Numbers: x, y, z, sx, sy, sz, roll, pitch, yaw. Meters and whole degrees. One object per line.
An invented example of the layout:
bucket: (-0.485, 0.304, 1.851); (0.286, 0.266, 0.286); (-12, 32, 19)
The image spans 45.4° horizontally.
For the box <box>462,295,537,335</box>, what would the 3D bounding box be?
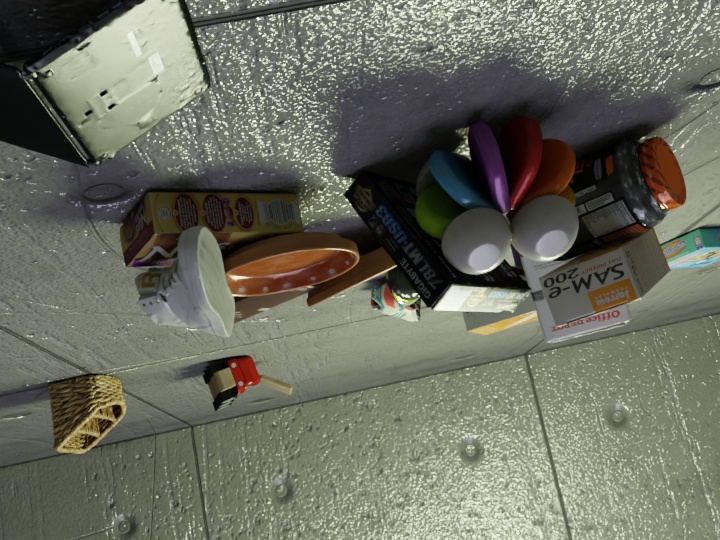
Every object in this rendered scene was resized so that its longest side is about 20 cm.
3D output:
box: (0.327, 0.063, 1.854); (0.197, 0.100, 0.124); (-19, 164, 24)

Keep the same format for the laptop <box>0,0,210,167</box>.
laptop: (-0.235, -0.165, 0.674); (0.199, 0.104, 0.178); (-37, 170, -10)

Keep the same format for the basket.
basket: (-0.609, 0.329, 1.963); (0.139, 0.152, 0.200); (-11, 165, -2)

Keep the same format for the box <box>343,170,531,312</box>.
box: (0.100, -0.034, 1.091); (0.197, 0.201, 0.050); (7, 129, -53)

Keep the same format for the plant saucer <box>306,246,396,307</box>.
plant saucer: (0.000, 0.000, 1.360); (0.197, 0.038, 0.200); (-26, 180, 0)

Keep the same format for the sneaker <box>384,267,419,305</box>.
sneaker: (0.122, 0.012, 1.568); (0.198, 0.075, 0.081); (-6, 157, -47)

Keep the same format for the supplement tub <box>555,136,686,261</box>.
supplement tub: (0.335, -0.099, 1.185); (0.198, 0.125, 0.121); (-24, 162, 38)

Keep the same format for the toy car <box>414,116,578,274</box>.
toy car: (0.159, -0.104, 1.004); (0.195, 0.177, 0.152); (-10, 132, -6)

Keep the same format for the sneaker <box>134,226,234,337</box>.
sneaker: (-0.219, 0.015, 1.019); (0.113, 0.075, 0.202); (7, 147, 5)

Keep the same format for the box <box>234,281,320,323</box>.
box: (-0.167, 0.020, 1.318); (0.198, 0.077, 0.099); (-25, 161, 34)

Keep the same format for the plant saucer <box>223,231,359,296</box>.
plant saucer: (-0.099, -0.009, 1.122); (0.196, 0.033, 0.201); (-12, 166, -3)

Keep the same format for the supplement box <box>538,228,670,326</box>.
supplement box: (0.345, 0.006, 1.203); (0.124, 0.075, 0.199); (-23, 178, 31)

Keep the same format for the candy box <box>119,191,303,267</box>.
candy box: (-0.183, -0.051, 1.062); (0.197, 0.058, 0.116); (-4, 164, -35)

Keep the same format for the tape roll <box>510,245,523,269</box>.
tape roll: (0.365, -0.042, 1.514); (0.195, 0.087, 0.200); (-12, 165, -3)

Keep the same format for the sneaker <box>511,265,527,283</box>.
sneaker: (0.193, 0.011, 1.496); (0.196, 0.077, 0.116); (20, 176, 1)

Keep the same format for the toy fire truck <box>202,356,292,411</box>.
toy fire truck: (-0.274, 0.275, 2.138); (0.197, 0.131, 0.176); (-20, 169, -21)

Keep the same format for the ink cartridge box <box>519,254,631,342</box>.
ink cartridge box: (0.336, -0.004, 1.372); (0.141, 0.204, 0.084); (-15, -161, 14)

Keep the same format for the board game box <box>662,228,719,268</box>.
board game box: (0.754, -0.048, 1.906); (0.197, 0.046, 0.151); (-3, 163, -34)

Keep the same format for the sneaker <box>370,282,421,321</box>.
sneaker: (0.070, 0.057, 1.706); (0.091, 0.072, 0.200); (4, 171, 11)
